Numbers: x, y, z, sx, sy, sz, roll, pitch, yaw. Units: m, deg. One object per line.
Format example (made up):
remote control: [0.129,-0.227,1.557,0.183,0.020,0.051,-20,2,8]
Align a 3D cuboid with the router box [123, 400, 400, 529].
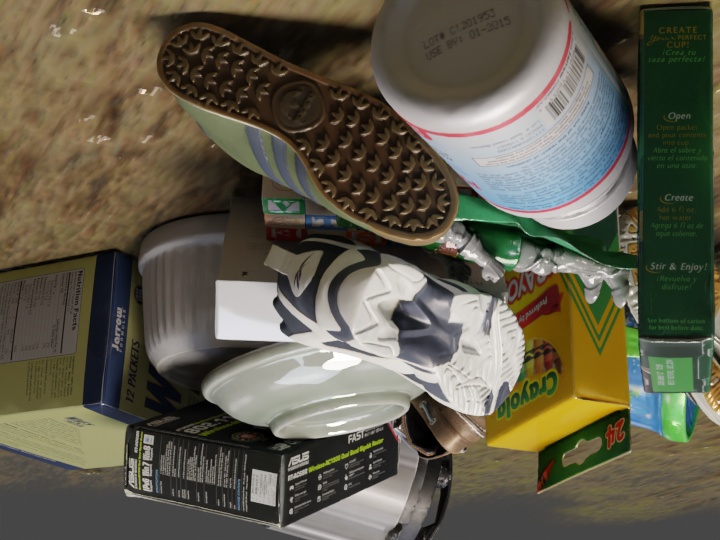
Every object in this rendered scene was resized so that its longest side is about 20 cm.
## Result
router box: [-0.077,0.148,1.332,0.150,0.062,0.200,6,-171,28]

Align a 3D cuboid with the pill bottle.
pill bottle: [0.092,-0.095,0.920,0.109,0.109,0.200,-7,158,24]

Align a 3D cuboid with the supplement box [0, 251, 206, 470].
supplement box: [-0.240,0.088,1.441,0.200,0.134,0.200,-9,158,30]

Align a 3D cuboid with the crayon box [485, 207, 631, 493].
crayon box: [0.141,0.051,1.180,0.051,0.200,0.127,11,154,-24]

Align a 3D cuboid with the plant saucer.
plant saucer: [-0.018,0.091,1.220,0.200,0.050,0.200,-11,164,-3]

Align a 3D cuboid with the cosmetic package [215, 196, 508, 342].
cosmetic package: [0.000,0.000,1.160,0.200,0.052,0.151,3,-157,-1]

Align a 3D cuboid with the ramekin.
ramekin: [-0.085,0.035,1.321,0.200,0.105,0.200,2,160,1]

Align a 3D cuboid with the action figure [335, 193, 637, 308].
action figure: [0.077,-0.019,1.037,0.200,0.055,0.118,15,176,-18]

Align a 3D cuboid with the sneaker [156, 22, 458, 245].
sneaker: [-0.027,-0.078,0.972,0.200,0.067,0.090,32,174,7]

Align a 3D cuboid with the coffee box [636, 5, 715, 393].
coffee box: [0.183,-0.038,0.937,0.044,0.200,0.123,0,162,11]

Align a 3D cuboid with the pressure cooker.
pressure cooker: [-0.001,0.205,1.654,0.200,0.176,0.179,17,-162,-13]

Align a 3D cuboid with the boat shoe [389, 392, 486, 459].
boat shoe: [0.059,0.112,1.313,0.072,0.072,0.200,45,171,-4]

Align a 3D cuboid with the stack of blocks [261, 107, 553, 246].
stack of blocks: [0.034,-0.062,1.096,0.200,0.059,0.115,2,161,0]

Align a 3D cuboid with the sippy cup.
sippy cup: [0.223,0.070,1.372,0.130,0.140,0.178,7,137,18]

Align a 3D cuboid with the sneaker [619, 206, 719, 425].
sneaker: [0.243,0.042,1.232,0.076,0.200,0.088,-32,-172,-9]

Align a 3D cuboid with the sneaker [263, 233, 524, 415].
sneaker: [0.014,0.028,1.056,0.130,0.080,0.199,25,-177,42]
